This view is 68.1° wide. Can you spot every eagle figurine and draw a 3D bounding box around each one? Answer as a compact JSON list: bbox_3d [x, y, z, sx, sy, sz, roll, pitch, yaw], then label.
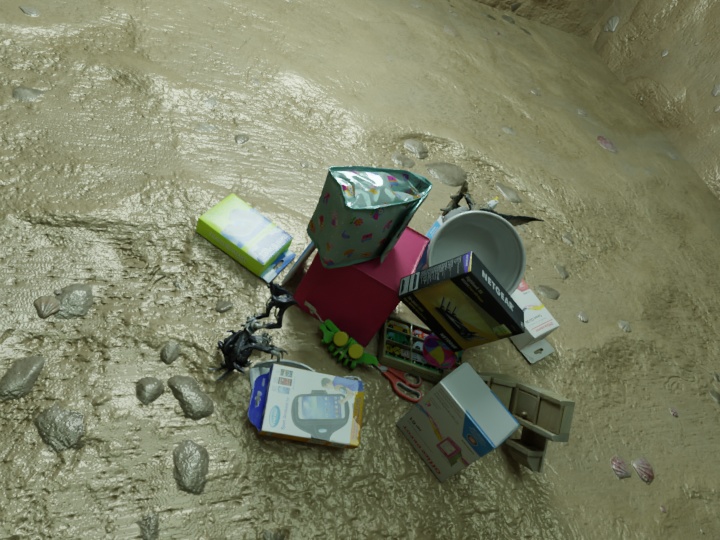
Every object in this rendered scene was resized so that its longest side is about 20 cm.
[{"bbox_3d":[0.290,-0.113,1.209,0.200,0.151,0.152,41,4,10],"label":"eagle figurine"}]

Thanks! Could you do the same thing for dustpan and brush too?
[{"bbox_3d":[-0.097,0.223,1.000,0.200,0.057,0.140,1,53,-28],"label":"dustpan and brush"}]

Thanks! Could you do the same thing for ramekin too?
[{"bbox_3d":[0.231,-0.024,1.112,0.200,0.200,0.105,28,4,-4],"label":"ramekin"}]

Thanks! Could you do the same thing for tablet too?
[{"bbox_3d":[-0.100,-0.055,1.136,0.014,0.200,0.130,37,45,-8],"label":"tablet"}]

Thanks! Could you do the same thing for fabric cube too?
[{"bbox_3d":[0.000,0.000,1.145,0.196,0.199,0.200,31,45,0],"label":"fabric cube"}]

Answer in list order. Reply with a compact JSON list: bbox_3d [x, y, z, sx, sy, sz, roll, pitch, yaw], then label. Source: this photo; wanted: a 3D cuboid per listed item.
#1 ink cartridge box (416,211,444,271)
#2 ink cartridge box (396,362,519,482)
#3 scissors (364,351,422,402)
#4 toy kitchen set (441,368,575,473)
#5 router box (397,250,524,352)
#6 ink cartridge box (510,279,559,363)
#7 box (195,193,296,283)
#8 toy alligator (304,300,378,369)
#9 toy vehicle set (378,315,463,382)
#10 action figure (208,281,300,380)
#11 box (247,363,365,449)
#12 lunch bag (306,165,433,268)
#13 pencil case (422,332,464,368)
[{"bbox_3d":[0.235,-0.018,1.325,0.200,0.145,0.147,37,44,5],"label":"ink cartridge box"},{"bbox_3d":[0.174,0.289,0.997,0.085,0.200,0.145,-26,68,-37],"label":"ink cartridge box"},{"bbox_3d":[0.046,0.210,1.122,0.200,0.014,0.073,29,46,-5],"label":"scissors"},{"bbox_3d":[0.281,0.308,1.070,0.180,0.200,0.164,10,90,-25],"label":"toy kitchen set"},{"bbox_3d":[0.192,0.066,1.004,0.200,0.157,0.052,43,41,-30],"label":"router box"},{"bbox_3d":[0.422,0.125,1.360,0.116,0.068,0.200,-16,62,-37],"label":"ink cartridge box"},{"bbox_3d":[-0.246,-0.074,1.180,0.200,0.048,0.122,35,45,4],"label":"box"},{"bbox_3d":[-0.053,0.145,1.099,0.200,0.059,0.054,39,86,6],"label":"toy alligator"},{"bbox_3d":[0.136,0.178,1.181,0.200,0.027,0.124,20,41,-13],"label":"toy vehicle set"},{"bbox_3d":[-0.188,0.126,0.991,0.102,0.200,0.119,38,-2,-39],"label":"action figure"},{"bbox_3d":[-0.094,0.240,0.946,0.200,0.041,0.119,15,61,-17],"label":"box"},{"bbox_3d":[0.023,-0.100,0.981,0.200,0.170,0.122,-8,57,-30],"label":"lunch bag"},{"bbox_3d":[0.212,0.137,1.179,0.088,0.088,0.200,43,38,10],"label":"pencil case"}]
